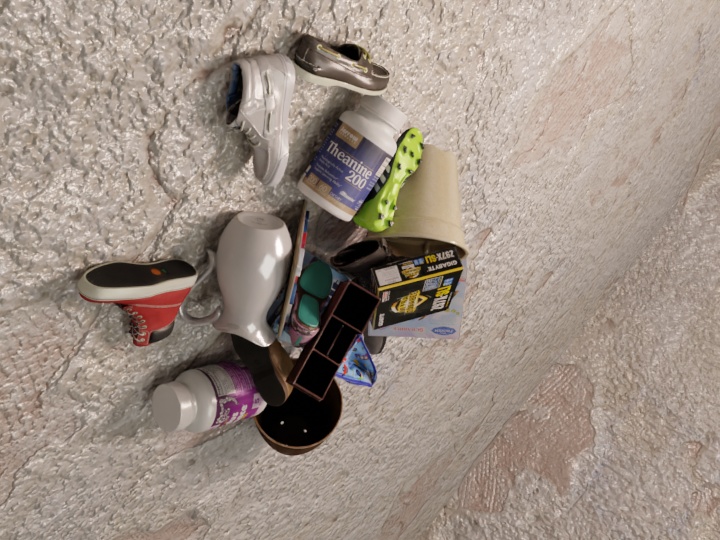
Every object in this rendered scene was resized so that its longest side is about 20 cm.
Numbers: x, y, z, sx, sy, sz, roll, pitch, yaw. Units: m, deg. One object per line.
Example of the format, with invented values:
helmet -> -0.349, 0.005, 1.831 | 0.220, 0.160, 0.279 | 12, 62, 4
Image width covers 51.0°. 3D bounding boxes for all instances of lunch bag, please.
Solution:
lunch bag -> -0.043, 0.143, 1.448 | 0.094, 0.150, 0.200 | -48, 150, -3

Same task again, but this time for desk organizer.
desk organizer -> -0.046, 0.119, 1.283 | 0.201, 0.071, 0.077 | -61, -172, -10

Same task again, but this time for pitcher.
pitcher -> -0.202, 0.009, 1.218 | 0.169, 0.121, 0.202 | 8, 112, -13

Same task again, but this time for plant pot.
plant pot -> -0.140, 0.311, 1.588 | 0.186, 0.187, 0.201 | -36, 162, -25
plant pot -> 0.109, -0.125, 1.398 | 0.200, 0.198, 0.186 | 29, 64, -60

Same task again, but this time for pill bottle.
pill bottle -> -0.009, -0.193, 1.258 | 0.201, 0.111, 0.111 | -56, 150, 8
pill bottle -> -0.269, 0.227, 1.355 | 0.199, 0.112, 0.113 | -7, 128, -51

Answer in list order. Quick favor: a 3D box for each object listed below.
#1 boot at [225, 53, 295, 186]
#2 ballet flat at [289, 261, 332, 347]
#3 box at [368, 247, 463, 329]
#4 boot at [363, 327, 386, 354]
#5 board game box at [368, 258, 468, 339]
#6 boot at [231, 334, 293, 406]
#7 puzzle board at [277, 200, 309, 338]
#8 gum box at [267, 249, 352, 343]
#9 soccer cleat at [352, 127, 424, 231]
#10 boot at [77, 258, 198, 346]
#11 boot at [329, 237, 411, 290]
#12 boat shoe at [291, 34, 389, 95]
boot -> -0.156, -0.212, 1.090 | 0.095, 0.073, 0.202 | -15, 127, -37
ballet flat -> -0.096, 0.060, 1.317 | 0.071, 0.069, 0.201 | -52, -163, 31
box -> 0.095, 0.036, 1.386 | 0.158, 0.050, 0.200 | -16, 157, -9
boot -> -0.009, 0.123, 1.662 | 0.131, 0.070, 0.202 | -26, 131, -32
board game box -> 0.114, 0.054, 1.551 | 0.041, 0.197, 0.201 | -84, 176, -51
boot -> -0.176, 0.141, 1.375 | 0.202, 0.073, 0.075 | 69, 26, -10
puzzle board -> -0.112, -0.005, 1.281 | 0.201, 0.017, 0.152 | -88, -169, -55
gum box -> -0.098, 0.066, 1.484 | 0.171, 0.044, 0.200 | -53, 151, 2
soccer cleat -> 0.046, -0.162, 1.310 | 0.067, 0.081, 0.202 | 37, 72, -44
boot -> -0.342, 0.061, 1.119 | 0.199, 0.072, 0.145 | -5, 128, -56
boot -> 0.000, 0.000, 1.393 | 0.199, 0.070, 0.173 | -28, 152, 27
boat shoe -> -0.019, -0.315, 1.152 | 0.200, 0.072, 0.061 | -7, 133, -48
